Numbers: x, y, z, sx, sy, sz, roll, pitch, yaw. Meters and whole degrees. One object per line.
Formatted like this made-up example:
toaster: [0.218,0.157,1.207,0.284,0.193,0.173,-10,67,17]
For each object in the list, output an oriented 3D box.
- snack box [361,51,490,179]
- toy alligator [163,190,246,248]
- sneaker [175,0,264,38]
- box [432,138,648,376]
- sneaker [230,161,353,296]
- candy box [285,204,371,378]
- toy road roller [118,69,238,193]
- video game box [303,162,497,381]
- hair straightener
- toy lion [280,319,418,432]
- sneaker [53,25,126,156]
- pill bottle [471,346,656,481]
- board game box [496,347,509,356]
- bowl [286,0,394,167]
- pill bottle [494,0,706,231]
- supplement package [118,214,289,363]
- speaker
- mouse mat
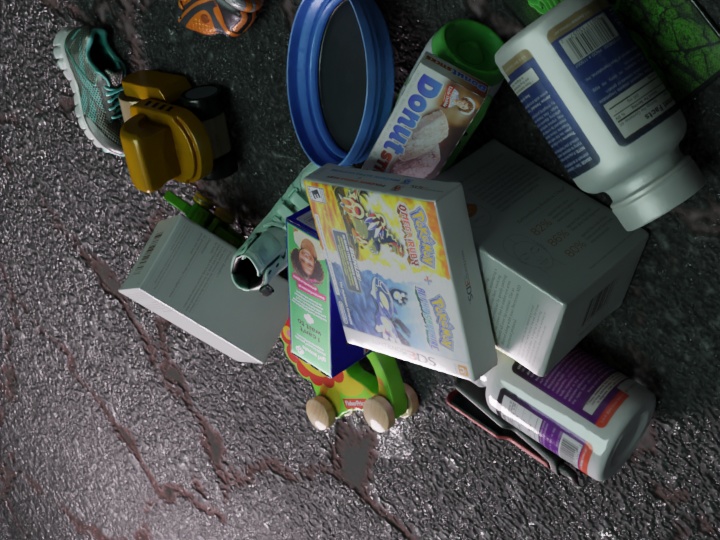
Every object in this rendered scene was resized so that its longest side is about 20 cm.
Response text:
snack box: [0.057,-0.131,1.114,0.072,0.024,0.200,29,141,-2]
toy alligator: [-0.195,-0.052,1.569,0.200,0.059,0.054,34,-177,16]
sneaker: [-0.206,-0.358,1.326,0.200,0.078,0.112,53,142,4]
box: [0.156,-0.018,1.118,0.200,0.152,0.106,36,140,26]
sneaker: [-0.081,-0.049,1.315,0.074,0.118,0.200,40,127,-2]
candy box: [0.000,0.000,1.290,0.077,0.169,0.200,30,136,35]
toy road roller: [-0.270,-0.179,1.473,0.200,0.146,0.123,19,129,39]
video game box: [0.039,0.000,1.099,0.182,0.047,0.200,11,126,43]
hair straightener: [0.193,0.186,1.322,0.200,0.041,0.077,39,140,21]
toy lion: [-0.029,0.118,1.509,0.200,0.069,0.192,-7,104,50]
sneaker: [-0.366,-0.259,1.583,0.091,0.078,0.200,-8,113,46]
pill bottle: [0.208,0.130,1.205,0.200,0.111,0.111,33,137,28]
board game box: [0.136,0.018,1.209,0.200,0.102,0.048,32,136,29]
bowl: [-0.023,-0.211,1.204,0.201,0.039,0.201,20,113,60]
pill bottle: [0.217,-0.140,0.984,0.200,0.111,0.111,56,143,0]
supplement package: [-0.201,0.028,1.493,0.200,0.117,0.117,34,163,-20]
speaker: [0.078,-0.165,1.151,0.088,0.088,0.200,47,142,11]
mouse mat: [0.227,-0.225,1.007,0.200,0.008,0.161,53,143,5]
